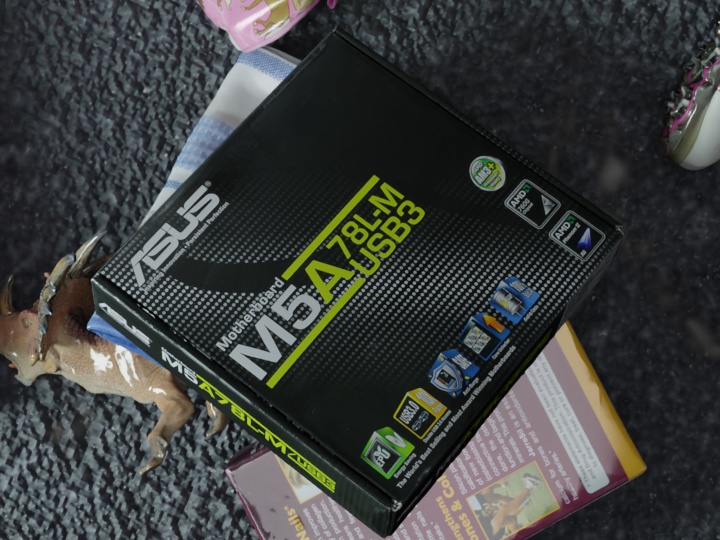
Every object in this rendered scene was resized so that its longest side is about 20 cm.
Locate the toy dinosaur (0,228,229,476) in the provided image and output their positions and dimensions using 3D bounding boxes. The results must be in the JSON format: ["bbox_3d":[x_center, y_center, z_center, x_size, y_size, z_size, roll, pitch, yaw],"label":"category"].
[{"bbox_3d":[-0.099,0.019,1.022,0.199,0.086,0.136,-34,85,-5],"label":"toy dinosaur"}]

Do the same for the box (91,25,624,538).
[{"bbox_3d":[0.000,0.000,0.953,0.193,0.048,0.200,38,66,13],"label":"box"}]

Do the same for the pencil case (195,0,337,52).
[{"bbox_3d":[-0.091,-0.209,0.995,0.083,0.086,0.200,-42,106,-5],"label":"pencil case"}]

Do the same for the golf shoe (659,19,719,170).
[{"bbox_3d":[0.244,-0.126,1.022,0.092,0.073,0.200,39,91,-3],"label":"golf shoe"}]

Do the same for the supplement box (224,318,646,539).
[{"bbox_3d":[0.039,0.103,1.021,0.199,0.086,0.111,-29,91,0],"label":"supplement box"}]

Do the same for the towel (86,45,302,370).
[{"bbox_3d":[-0.037,-0.020,1.000,0.146,0.024,0.201,26,62,2],"label":"towel"}]
